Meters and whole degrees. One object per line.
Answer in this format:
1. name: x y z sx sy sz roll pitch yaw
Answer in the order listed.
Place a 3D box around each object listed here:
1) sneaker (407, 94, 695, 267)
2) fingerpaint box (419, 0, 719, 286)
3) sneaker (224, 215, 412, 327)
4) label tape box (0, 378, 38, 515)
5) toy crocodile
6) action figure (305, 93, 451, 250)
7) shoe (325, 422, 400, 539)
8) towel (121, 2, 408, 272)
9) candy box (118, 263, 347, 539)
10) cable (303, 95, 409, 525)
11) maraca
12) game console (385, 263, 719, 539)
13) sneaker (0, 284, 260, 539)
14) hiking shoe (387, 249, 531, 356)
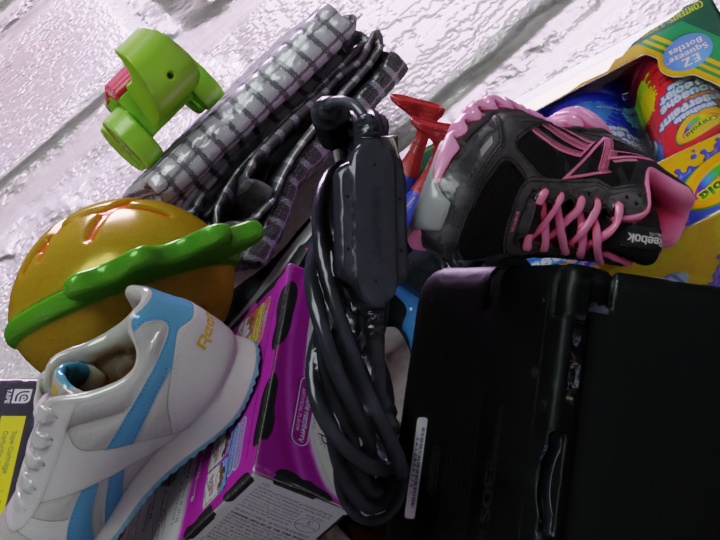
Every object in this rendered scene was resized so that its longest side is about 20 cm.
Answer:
1. sneaker: 0.099 -0.033 1.025 0.095 0.200 0.079 32 114 25
2. fingerpaint box: 0.139 -0.039 1.176 0.200 0.073 0.167 -28 41 14
3. sneaker: -0.053 0.015 1.278 0.200 0.072 0.083 -48 37 -11
4. label tape box: -0.245 0.133 1.220 0.199 0.063 0.145 1 48 7
5. toy crocodile: -0.128 -0.104 1.275 0.068 0.062 0.200 -45 7 -5
6. action figure: 0.000 0.000 1.210 0.065 0.052 0.201 49 124 58
7. shoe: 0.011 0.123 1.127 0.070 0.053 0.200 -22 42 -5
8. towel: -0.058 -0.075 1.310 0.166 0.086 0.200 -46 7 -11
9. candy box: -0.069 0.108 1.142 0.200 0.061 0.137 -44 28 45
10. cable: -0.005 0.021 1.010 0.051 0.163 0.201 -3 83 -3
11. maraca: -0.126 0.010 1.170 0.137 0.107 0.200 -21 -5 -25
12. game console: 0.110 0.105 1.008 0.176 0.116 0.201 -2 77 53
13. sneaker: -0.143 0.089 1.100 0.200 0.081 0.077 -47 24 16
14. hiking shoe: 0.076 0.071 1.083 0.087 0.074 0.200 -34 73 20
